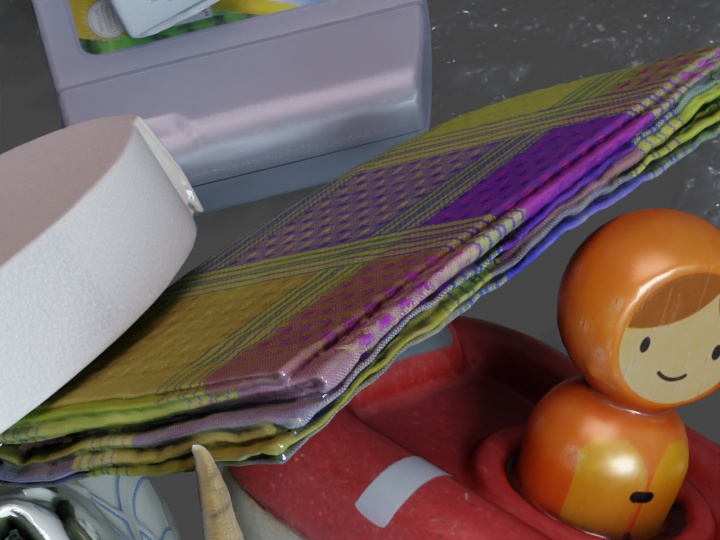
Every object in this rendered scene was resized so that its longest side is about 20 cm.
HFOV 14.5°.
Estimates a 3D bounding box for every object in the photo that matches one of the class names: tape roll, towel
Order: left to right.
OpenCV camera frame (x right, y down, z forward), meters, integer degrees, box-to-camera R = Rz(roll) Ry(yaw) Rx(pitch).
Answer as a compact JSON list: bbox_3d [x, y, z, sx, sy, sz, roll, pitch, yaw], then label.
[{"bbox_3d":[-0.138,0.024,0.791,0.203,0.037,0.203,-30,14,8],"label":"tape roll"},{"bbox_3d":[0.000,0.000,0.748,0.144,0.023,0.200,-13,18,48],"label":"towel"}]

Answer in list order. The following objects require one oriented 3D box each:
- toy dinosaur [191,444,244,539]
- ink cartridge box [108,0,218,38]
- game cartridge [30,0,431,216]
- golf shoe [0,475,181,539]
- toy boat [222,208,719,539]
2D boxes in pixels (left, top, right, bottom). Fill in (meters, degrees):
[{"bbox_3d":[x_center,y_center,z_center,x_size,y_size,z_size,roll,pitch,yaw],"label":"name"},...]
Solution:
[{"bbox_3d":[0.007,0.129,0.707,0.200,0.106,0.060,40,22,-9],"label":"toy dinosaur"},{"bbox_3d":[-0.113,-0.192,0.898,0.057,0.200,0.163,-31,51,0],"label":"ink cartridge box"},{"bbox_3d":[-0.049,-0.105,0.971,0.133,0.040,0.200,-12,49,-9],"label":"game cartridge"},{"bbox_3d":[-0.084,0.078,0.775,0.078,0.097,0.200,-23,49,-10],"label":"golf shoe"},{"bbox_3d":[0.067,0.046,0.742,0.200,0.131,0.130,30,27,28],"label":"toy boat"}]
